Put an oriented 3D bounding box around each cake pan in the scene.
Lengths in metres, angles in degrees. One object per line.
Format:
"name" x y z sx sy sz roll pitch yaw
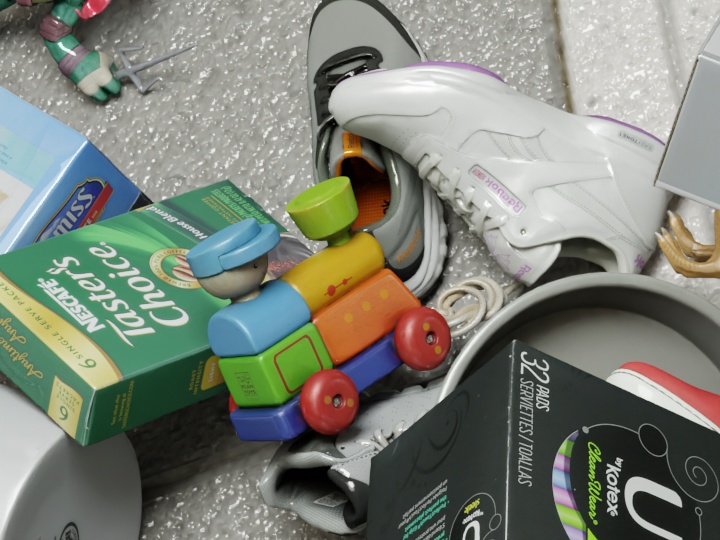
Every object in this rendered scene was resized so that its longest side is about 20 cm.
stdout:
"cake pan" 0.127 0.103 1.366 0.199 0.037 0.202 1 83 -10

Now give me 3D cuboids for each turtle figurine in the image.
"turtle figurine" -0.187 -0.190 1.649 0.199 0.101 0.151 2 67 28

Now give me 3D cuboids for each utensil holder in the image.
"utensil holder" -0.243 0.134 1.478 0.199 0.170 0.171 13 71 23

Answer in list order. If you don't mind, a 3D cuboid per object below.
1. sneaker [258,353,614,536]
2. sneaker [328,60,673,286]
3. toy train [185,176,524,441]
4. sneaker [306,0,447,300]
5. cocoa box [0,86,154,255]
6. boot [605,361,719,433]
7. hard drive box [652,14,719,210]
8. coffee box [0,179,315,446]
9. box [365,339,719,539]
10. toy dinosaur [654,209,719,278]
"sneaker" 0.037 0.100 1.405 0.199 0.115 0.076 -14 103 23
"sneaker" 0.074 -0.051 1.456 0.199 0.075 0.100 18 76 -2
"toy train" 0.000 0.000 1.435 0.199 0.116 0.084 -33 16 -33
"sneaker" 0.005 -0.081 1.530 0.073 0.079 0.201 -18 60 15
"cocoa box" -0.237 -0.039 1.573 0.199 0.131 0.134 30 80 30
"boot" 0.225 0.065 1.338 0.199 0.072 0.145 31 76 -10
"hard drive box" 0.264 -0.067 1.342 0.199 0.156 0.077 22 118 10
"coffee box" -0.112 0.020 1.477 0.199 0.044 0.123 -20 48 -40
"box" 0.090 0.164 1.212 0.124 0.148 0.201 -43 33 42
"toy dinosaur" 0.217 -0.023 1.424 0.106 0.060 0.201 -24 69 21
